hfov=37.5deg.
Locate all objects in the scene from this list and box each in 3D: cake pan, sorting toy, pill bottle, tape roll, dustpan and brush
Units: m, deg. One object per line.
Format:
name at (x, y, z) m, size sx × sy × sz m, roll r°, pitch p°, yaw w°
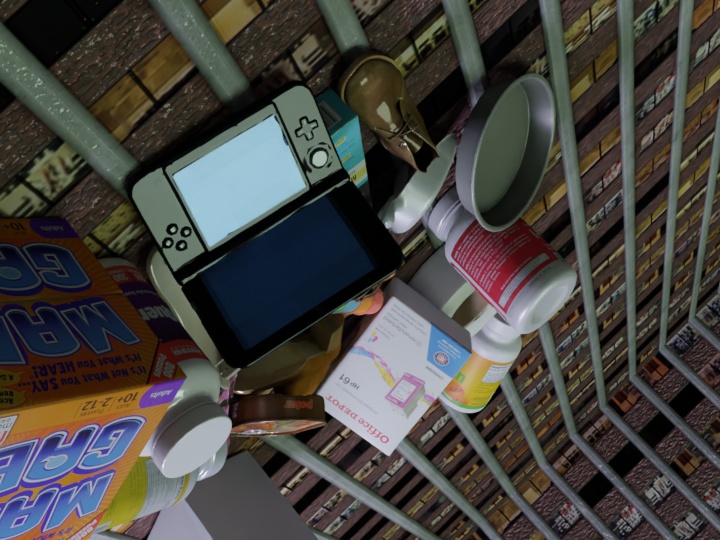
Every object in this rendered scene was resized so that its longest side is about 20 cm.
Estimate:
cake pan at (0.182, -0.151, 1.334) m, size 0.199 × 0.036 × 0.204 m, roll -32°, pitch 132°, yaw -43°
sorting toy at (-0.128, -0.004, 1.097) m, size 0.199 × 0.107 × 0.180 m, roll -39°, pitch 141°, yaw 5°
pill bottle at (0.208, 0.137, 1.809) m, size 0.110 × 0.111 × 0.202 m, roll -18°, pitch 144°, yaw -44°
pill bottle at (-0.232, 0.191, 1.060) m, size 0.198 × 0.112 × 0.113 m, roll -10°, pitch 139°, yaw -50°
pill bottle at (0.185, -0.022, 1.420) m, size 0.112 × 0.200 × 0.113 m, roll -34°, pitch 155°, yaw -19°
tape roll at (0.149, 0.034, 1.607) m, size 0.201 × 0.071 × 0.204 m, roll -36°, pitch 154°, yaw -20°
dustpan and brush at (0.050, -0.084, 1.230) m, size 0.140 × 0.057 × 0.201 m, roll -50°, pitch -166°, yaw 28°
pill bottle at (-0.206, 0.090, 0.986) m, size 0.112 × 0.200 × 0.113 m, roll -34°, pitch 154°, yaw -19°

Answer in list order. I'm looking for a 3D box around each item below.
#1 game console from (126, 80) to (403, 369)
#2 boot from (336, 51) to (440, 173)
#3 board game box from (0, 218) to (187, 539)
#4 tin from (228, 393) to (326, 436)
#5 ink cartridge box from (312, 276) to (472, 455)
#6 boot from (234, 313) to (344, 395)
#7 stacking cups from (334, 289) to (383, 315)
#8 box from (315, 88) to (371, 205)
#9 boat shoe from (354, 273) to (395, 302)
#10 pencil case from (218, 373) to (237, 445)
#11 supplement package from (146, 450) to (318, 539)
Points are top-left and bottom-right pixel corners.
game console at (-0.085, -0.044, 0.977) m, size 0.198 × 0.118 × 0.172 m, roll -32°, pitch 127°, yaw -11°
boot at (0.038, -0.165, 1.122) m, size 0.074 × 0.076 × 0.200 m, roll -44°, pitch 155°, yaw 4°
board game box at (-0.304, 0.099, 0.849) m, size 0.198 × 0.200 × 0.201 m, roll -5°, pitch 135°, yaw -55°
tin at (-0.114, 0.186, 1.356) m, size 0.110 × 0.043 × 0.199 m, roll 8°, pitch 163°, yaw -24°
ink cartridge box at (0.044, 0.137, 1.498) m, size 0.201 × 0.144 × 0.085 m, roll -52°, pitch -171°, yaw 18°
boot at (-0.101, 0.140, 1.384) m, size 0.200 × 0.071 × 0.145 m, roll -30°, pitch 153°, yaw -35°
stacking cups at (-0.028, 0.032, 1.349) m, size 0.061 × 0.061 × 0.199 m, roll -48°, pitch 158°, yaw 9°
box at (-0.038, -0.098, 1.137) m, size 0.082 × 0.049 × 0.201 m, roll -38°, pitch 154°, yaw -14°
boat shoe at (0.000, 0.000, 1.249) m, size 0.071 × 0.068 × 0.200 m, roll -30°, pitch -178°, yaw 23°
pencil case at (-0.197, 0.172, 1.271) m, size 0.083 × 0.086 × 0.202 m, roll -53°, pitch 165°, yaw -37°
supplement package at (-0.191, 0.410, 1.516) m, size 0.146 × 0.191 × 0.202 m, roll -17°, pitch 144°, yaw -46°
